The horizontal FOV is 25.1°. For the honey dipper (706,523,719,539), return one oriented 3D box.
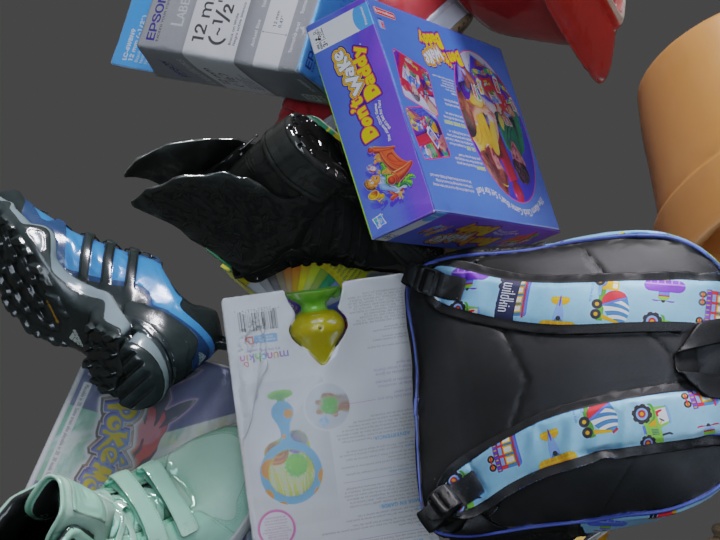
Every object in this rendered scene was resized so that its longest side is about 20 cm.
[{"bbox_3d":[0.278,0.130,1.092,0.038,0.038,0.201,27,77,3],"label":"honey dipper"}]

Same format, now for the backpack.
[{"bbox_3d":[0.135,0.071,0.961,0.198,0.135,0.185,-9,71,15],"label":"backpack"}]

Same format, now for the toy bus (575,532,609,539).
[{"bbox_3d":[0.157,0.088,1.070,0.064,0.078,0.202,22,81,2],"label":"toy bus"}]

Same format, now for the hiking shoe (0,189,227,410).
[{"bbox_3d":[-0.176,0.012,1.078,0.200,0.075,0.086,42,45,23],"label":"hiking shoe"}]

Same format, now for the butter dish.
[{"bbox_3d":[0.096,-0.245,1.085,0.146,0.199,0.202,-2,71,24],"label":"butter dish"}]

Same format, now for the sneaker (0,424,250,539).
[{"bbox_3d":[-0.136,0.144,0.956,0.200,0.119,0.074,-36,62,-18],"label":"sneaker"}]

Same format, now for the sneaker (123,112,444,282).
[{"bbox_3d":[-0.040,-0.030,0.981,0.104,0.199,0.060,-34,46,19],"label":"sneaker"}]

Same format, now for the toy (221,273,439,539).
[{"bbox_3d":[-0.018,0.108,0.997,0.114,0.047,0.203,-8,96,-7],"label":"toy"}]

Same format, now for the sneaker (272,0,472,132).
[{"bbox_3d":[-0.029,-0.146,1.106,0.200,0.071,0.113,-43,89,-15],"label":"sneaker"}]

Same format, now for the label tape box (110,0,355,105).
[{"bbox_3d":[-0.085,-0.199,1.072,0.198,0.066,0.145,13,82,29],"label":"label tape box"}]

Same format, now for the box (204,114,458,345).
[{"bbox_3d":[0.000,0.000,1.056,0.200,0.048,0.118,40,84,-22],"label":"box"}]

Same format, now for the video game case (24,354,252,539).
[{"bbox_3d":[-0.124,0.148,1.033,0.180,0.023,0.202,15,61,11],"label":"video game case"}]

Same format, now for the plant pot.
[{"bbox_3d":[0.268,-0.083,1.054,0.198,0.201,0.141,-18,66,-5],"label":"plant pot"}]

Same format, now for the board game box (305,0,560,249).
[{"bbox_3d":[0.051,-0.085,1.014,0.044,0.199,0.136,-22,77,25],"label":"board game box"}]
